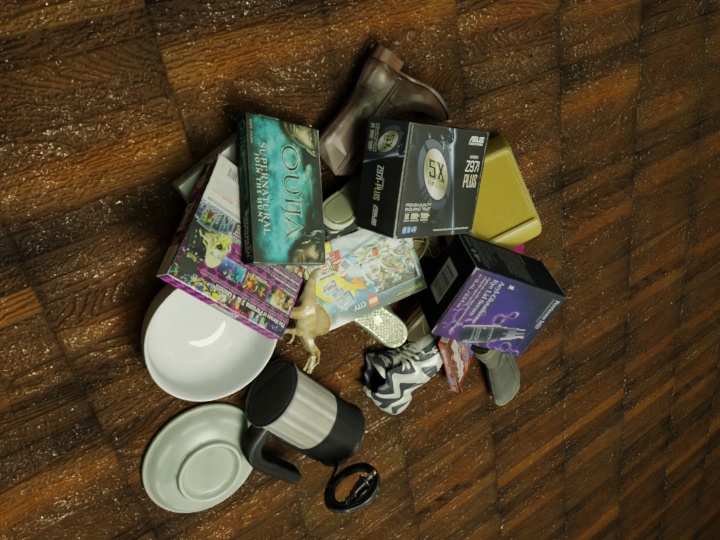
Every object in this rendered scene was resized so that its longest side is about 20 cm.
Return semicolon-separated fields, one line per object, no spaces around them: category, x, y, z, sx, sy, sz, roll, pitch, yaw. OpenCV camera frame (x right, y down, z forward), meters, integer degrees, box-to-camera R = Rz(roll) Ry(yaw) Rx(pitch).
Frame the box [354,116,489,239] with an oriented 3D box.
box;0.098;-0.142;0.918;0.198;0.086;0.166;-6;110;-45

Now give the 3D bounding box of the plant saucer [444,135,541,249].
plant saucer;0.228;-0.127;1.064;0.198;0.048;0.202;-25;92;-20

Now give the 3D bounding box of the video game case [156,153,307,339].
video game case;-0.158;-0.028;0.821;0.199;0.036;0.183;35;61;-39

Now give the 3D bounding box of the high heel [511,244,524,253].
high heel;0.279;0.016;1.183;0.200;0.096;0.068;-42;126;-13

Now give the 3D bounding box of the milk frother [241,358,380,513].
milk frother;-0.073;0.273;0.970;0.188;0.198;0.182;41;65;-37

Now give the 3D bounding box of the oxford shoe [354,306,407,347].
oxford shoe;0.005;0.059;1.045;0.075;0.058;0.200;-45;112;-4

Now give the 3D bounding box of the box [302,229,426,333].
box;0.000;0.000;0.985;0.198;0.038;0.138;-22;103;-16

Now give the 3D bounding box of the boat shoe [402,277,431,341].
boat shoe;0.141;0.049;1.123;0.200;0.068;0.072;-41;144;-17

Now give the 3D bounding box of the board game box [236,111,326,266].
board game box;-0.109;-0.108;0.836;0.134;0.028;0.203;0;85;-47

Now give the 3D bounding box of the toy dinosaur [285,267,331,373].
toy dinosaur;-0.092;0.063;0.937;0.058;0.100;0.202;-56;155;-56

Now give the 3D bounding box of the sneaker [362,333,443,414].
sneaker;0.075;0.167;1.114;0.200;0.079;0.129;-50;136;5

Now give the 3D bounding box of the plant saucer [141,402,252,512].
plant saucer;-0.251;0.318;0.972;0.198;0.050;0.203;-13;115;-30

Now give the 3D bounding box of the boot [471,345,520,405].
boot;0.318;0.173;1.288;0.182;0.072;0.201;-50;129;-16

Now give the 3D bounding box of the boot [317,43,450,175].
boot;0.034;-0.220;0.946;0.185;0.064;0.202;30;89;-29

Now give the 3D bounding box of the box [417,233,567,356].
box;0.222;0.044;1.020;0.198;0.105;0.149;16;122;-23

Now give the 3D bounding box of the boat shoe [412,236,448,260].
boat shoe;0.143;-0.072;1.077;0.198;0.062;0.074;-29;122;-22

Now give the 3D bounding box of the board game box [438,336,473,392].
board game box;0.191;0.151;1.164;0.104;0.019;0.201;-61;151;-26

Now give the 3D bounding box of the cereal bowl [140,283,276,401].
cereal bowl;-0.226;0.084;0.876;0.198;0.083;0.203;-13;115;-30

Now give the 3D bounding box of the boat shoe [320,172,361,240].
boat shoe;0.000;-0.105;0.964;0.199;0.074;0.066;-43;169;-41

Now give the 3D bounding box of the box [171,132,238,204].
box;-0.160;-0.094;0.881;0.144;0.036;0.201;-42;127;-14
